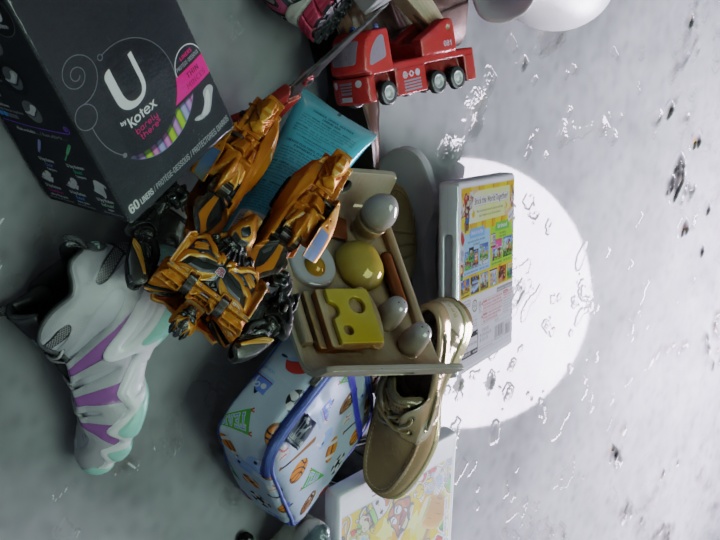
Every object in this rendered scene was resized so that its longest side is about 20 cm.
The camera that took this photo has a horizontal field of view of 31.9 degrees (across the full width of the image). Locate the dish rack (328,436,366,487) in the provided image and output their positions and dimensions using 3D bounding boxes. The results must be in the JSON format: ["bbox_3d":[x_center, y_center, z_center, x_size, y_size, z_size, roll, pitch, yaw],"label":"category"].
[{"bbox_3d":[0.013,0.276,1.317,0.152,0.054,0.203,-6,108,-47],"label":"dish rack"}]

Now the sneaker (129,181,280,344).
[{"bbox_3d":[-0.129,0.017,1.056,0.091,0.066,0.200,-55,133,-17],"label":"sneaker"}]

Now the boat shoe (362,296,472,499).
[{"bbox_3d":[0.040,0.119,1.163,0.064,0.071,0.203,-3,113,-61],"label":"boat shoe"}]

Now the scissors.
[{"bbox_3d":[-0.052,-0.150,1.037,0.199,0.014,0.073,-37,162,5],"label":"scissors"}]

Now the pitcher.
[{"bbox_3d":[0.169,-0.325,1.259,0.199,0.120,0.174,-12,78,-53],"label":"pitcher"}]

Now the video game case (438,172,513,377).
[{"bbox_3d":[0.118,-0.002,1.272,0.200,0.023,0.185,-16,108,-67],"label":"video game case"}]

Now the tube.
[{"bbox_3d":[-0.060,-0.066,1.038,0.077,0.050,0.201,33,58,-4],"label":"tube"}]

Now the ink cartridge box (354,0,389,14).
[{"bbox_3d":[0.008,-0.331,1.009,0.146,0.084,0.201,-36,91,-36],"label":"ink cartridge box"}]

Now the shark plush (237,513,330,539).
[{"bbox_3d":[-0.073,0.327,1.206,0.090,0.083,0.203,9,95,-50],"label":"shark plush"}]

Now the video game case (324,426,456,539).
[{"bbox_3d":[0.031,0.280,1.280,0.181,0.023,0.203,-20,120,-44],"label":"video game case"}]

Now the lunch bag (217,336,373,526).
[{"bbox_3d":[-0.049,0.130,1.130,0.161,0.075,0.201,-50,159,-23],"label":"lunch bag"}]

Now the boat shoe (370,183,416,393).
[{"bbox_3d":[0.007,0.014,1.213,0.072,0.064,0.203,-7,104,-43],"label":"boat shoe"}]

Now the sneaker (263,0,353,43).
[{"bbox_3d":[-0.015,-0.284,1.084,0.201,0.074,0.081,-55,176,-38],"label":"sneaker"}]

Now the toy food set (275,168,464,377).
[{"bbox_3d":[0.000,0.000,1.074,0.142,0.060,0.202,1,57,-35],"label":"toy food set"}]

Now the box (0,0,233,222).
[{"bbox_3d":[-0.194,-0.153,0.886,0.122,0.105,0.201,-48,134,-28],"label":"box"}]

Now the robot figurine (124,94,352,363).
[{"bbox_3d":[-0.088,-0.032,0.942,0.144,0.058,0.201,35,54,-11],"label":"robot figurine"}]

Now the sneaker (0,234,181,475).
[{"bbox_3d":[-0.225,0.060,0.959,0.138,0.078,0.202,11,109,-29],"label":"sneaker"}]

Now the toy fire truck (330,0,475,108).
[{"bbox_3d":[0.049,-0.228,1.118,0.198,0.048,0.143,-19,104,-41],"label":"toy fire truck"}]

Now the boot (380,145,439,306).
[{"bbox_3d":[0.062,-0.036,1.269,0.095,0.073,0.203,-38,130,-56],"label":"boot"}]

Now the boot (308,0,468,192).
[{"bbox_3d":[0.042,-0.190,1.191,0.199,0.064,0.189,-35,128,-41],"label":"boot"}]
